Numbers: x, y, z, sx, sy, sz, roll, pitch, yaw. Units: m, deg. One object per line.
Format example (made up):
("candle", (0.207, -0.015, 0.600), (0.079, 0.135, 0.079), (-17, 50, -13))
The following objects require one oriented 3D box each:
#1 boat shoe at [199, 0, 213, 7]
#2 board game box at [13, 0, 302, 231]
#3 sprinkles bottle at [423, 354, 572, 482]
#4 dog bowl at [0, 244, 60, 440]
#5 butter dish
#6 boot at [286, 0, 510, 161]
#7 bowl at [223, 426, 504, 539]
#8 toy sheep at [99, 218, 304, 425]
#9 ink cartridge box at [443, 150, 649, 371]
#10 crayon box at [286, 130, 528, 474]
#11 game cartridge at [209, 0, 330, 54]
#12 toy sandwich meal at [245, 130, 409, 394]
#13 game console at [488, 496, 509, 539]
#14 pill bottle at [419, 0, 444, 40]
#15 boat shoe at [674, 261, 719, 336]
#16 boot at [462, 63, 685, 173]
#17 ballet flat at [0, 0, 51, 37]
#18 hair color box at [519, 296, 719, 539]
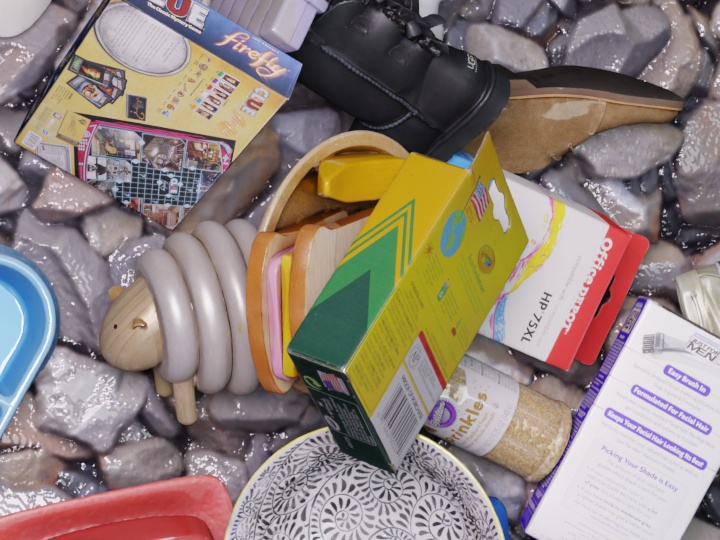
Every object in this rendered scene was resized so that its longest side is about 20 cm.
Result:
("boat shoe", (-0.118, -0.240, 1.446), (0.063, 0.071, 0.202), (3, 88, -19))
("board game box", (-0.143, -0.114, 1.367), (0.135, 0.200, 0.035), (30, 54, -14))
("sprinkles bottle", (0.061, 0.089, 1.490), (0.199, 0.068, 0.069), (27, 80, -15))
("dog bowl", (-0.283, 0.074, 1.389), (0.111, 0.050, 0.201), (31, 79, -14))
("butter dish", (-0.156, 0.257, 1.370), (0.198, 0.148, 0.202), (-10, 91, -18))
("boot", (-0.007, -0.123, 1.418), (0.162, 0.074, 0.198), (33, 122, -27))
("bowl", (0.008, 0.204, 1.391), (0.198, 0.094, 0.203), (0, 90, 8))
("toy sheep", (-0.091, 0.028, 1.414), (0.198, 0.138, 0.139), (-16, 92, -20))
("ink cartridge box", (0.122, -0.005, 1.501), (0.198, 0.067, 0.117), (23, 98, -15))
("crayon box", (0.036, 0.016, 1.318), (0.201, 0.050, 0.127), (-57, 147, -24))
("game cartridge", (-0.040, -0.235, 1.375), (0.038, 0.129, 0.202), (33, 72, -31))
("toy sandwich meal", (0.000, 0.000, 1.360), (0.204, 0.070, 0.207), (-16, 112, -45))
("game console", (0.028, 0.281, 1.496), (0.169, 0.118, 0.202), (-6, 88, 13))
("pill bottle", (0.026, -0.262, 1.471), (0.111, 0.112, 0.202), (5, 86, -17))
("boat shoe", (0.292, 0.092, 1.574), (0.061, 0.072, 0.202), (-10, 87, 7))
("boot", (0.154, -0.117, 1.540), (0.198, 0.074, 0.076), (0, 107, -15))
("ballet flat", (-0.222, -0.264, 1.416), (0.069, 0.069, 0.202), (27, 80, -15))
("hair color box", (0.215, 0.133, 1.510), (0.109, 0.065, 0.201), (29, 93, 0))
